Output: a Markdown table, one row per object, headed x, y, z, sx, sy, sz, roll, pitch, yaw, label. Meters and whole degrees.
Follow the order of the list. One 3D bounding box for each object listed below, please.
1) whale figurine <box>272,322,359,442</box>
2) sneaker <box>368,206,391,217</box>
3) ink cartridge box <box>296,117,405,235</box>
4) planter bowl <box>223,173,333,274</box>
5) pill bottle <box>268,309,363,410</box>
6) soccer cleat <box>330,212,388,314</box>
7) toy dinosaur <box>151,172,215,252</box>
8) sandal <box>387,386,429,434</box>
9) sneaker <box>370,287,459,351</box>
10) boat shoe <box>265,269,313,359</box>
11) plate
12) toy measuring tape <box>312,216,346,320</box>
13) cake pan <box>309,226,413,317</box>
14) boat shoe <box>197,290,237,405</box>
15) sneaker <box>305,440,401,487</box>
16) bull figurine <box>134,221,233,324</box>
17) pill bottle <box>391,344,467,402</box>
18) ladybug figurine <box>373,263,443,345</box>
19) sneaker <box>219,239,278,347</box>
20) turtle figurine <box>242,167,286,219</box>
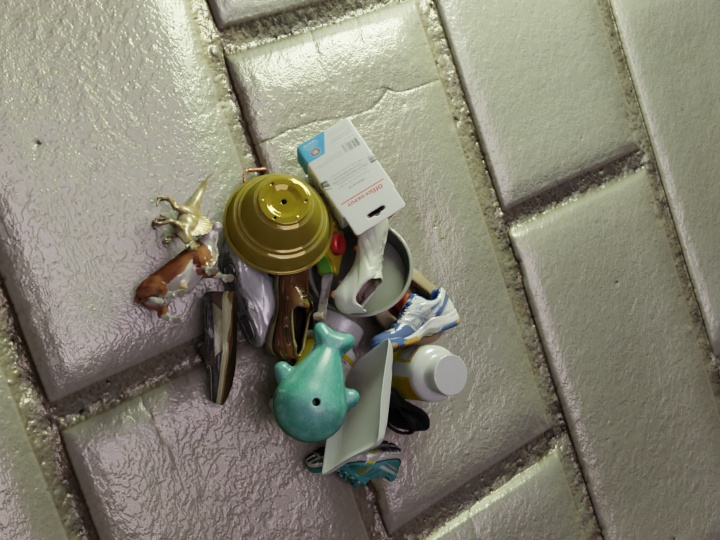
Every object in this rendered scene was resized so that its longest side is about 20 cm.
| x | y | z | sx | sy | sz | roll | pitch | yaw | label |
| --- | --- | --- | --- | --- | --- | --- | --- | --- | --- |
| -0.070 | 0.189 | 1.447 | 0.157 | 0.104 | 0.202 | 24 | 76 | -7 | whale figurine |
| -0.015 | -0.162 | 1.650 | 0.074 | 0.087 | 0.200 | -40 | 81 | -14 | sneaker |
| -0.018 | -0.161 | 1.569 | 0.115 | 0.067 | 0.201 | -31 | 79 | -12 | ink cartridge box |
| -0.137 | -0.102 | 1.491 | 0.197 | 0.084 | 0.203 | 5 | 63 | -11 | planter bowl |
| -0.077 | 0.181 | 1.563 | 0.114 | 0.114 | 0.202 | 33 | 71 | -22 | pill bottle |
| 0.017 | -0.010 | 1.549 | 0.069 | 0.077 | 0.202 | 46 | 62 | -49 | soccer cleat |
| -0.306 | -0.093 | 1.486 | 0.100 | 0.059 | 0.202 | 9 | 44 | -10 | toy dinosaur |
| 0.068 | 0.277 | 1.628 | 0.200 | 0.075 | 0.049 | 43 | 39 | -45 | sandal |
| 0.091 | 0.094 | 1.611 | 0.198 | 0.075 | 0.089 | -20 | 85 | -33 | sneaker |
| -0.112 | 0.057 | 1.522 | 0.071 | 0.067 | 0.203 | 12 | 82 | -50 | boat shoe |
| 0.002 | 0.247 | 1.521 | 0.032 | 0.199 | 0.202 | 22 | 53 | -20 | plate |
| -0.070 | -0.013 | 1.552 | 0.073 | 0.073 | 0.203 | 23 | 61 | -24 | toy measuring tape |
| 0.000 | 0.000 | 1.608 | 0.197 | 0.037 | 0.203 | -1 | 65 | 1 | cake pan |
| -0.253 | 0.133 | 1.504 | 0.064 | 0.073 | 0.203 | 6 | 94 | 4 | boat shoe |
| -0.009 | 0.370 | 1.612 | 0.197 | 0.077 | 0.081 | 5 | 96 | -26 | sneaker |
| -0.293 | 0.003 | 1.470 | 0.200 | 0.121 | 0.065 | -43 | 134 | -16 | bull figurine |
| 0.116 | 0.193 | 1.616 | 0.103 | 0.199 | 0.106 | 2 | 86 | -27 | pill bottle |
| 0.085 | 0.068 | 1.681 | 0.199 | 0.072 | 0.137 | 40 | 71 | -19 | ladybug figurine |
| -0.187 | 0.029 | 1.547 | 0.099 | 0.077 | 0.203 | -25 | 106 | -35 | sneaker |
| -0.133 | -0.100 | 1.581 | 0.198 | 0.064 | 0.164 | 16 | 79 | -26 | turtle figurine |
